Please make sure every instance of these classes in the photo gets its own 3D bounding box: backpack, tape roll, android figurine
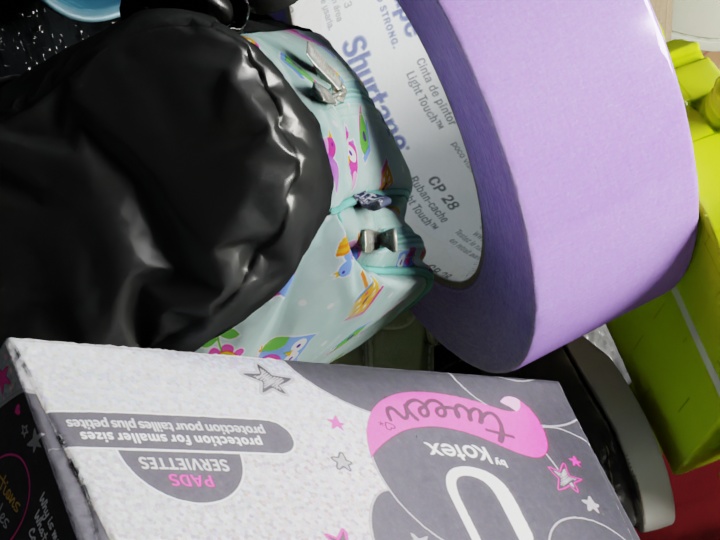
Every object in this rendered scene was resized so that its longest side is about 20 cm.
[{"bbox_3d":[-0.059,-0.014,0.898,0.127,0.166,0.200,69,14,4],"label":"backpack"},{"bbox_3d":[0.032,-0.069,0.953,0.200,0.065,0.200,56,-17,27],"label":"tape roll"},{"bbox_3d":[0.114,-0.005,0.988,0.200,0.041,0.183,109,-40,-68],"label":"android figurine"}]

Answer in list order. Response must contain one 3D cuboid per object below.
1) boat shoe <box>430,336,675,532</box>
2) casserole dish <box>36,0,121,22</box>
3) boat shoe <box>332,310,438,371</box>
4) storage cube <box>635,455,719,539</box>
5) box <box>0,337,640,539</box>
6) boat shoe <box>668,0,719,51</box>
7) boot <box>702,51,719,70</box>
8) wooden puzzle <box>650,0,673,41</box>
[{"bbox_3d":[0.054,0.040,1.084,0.200,0.060,0.074,-121,-165,-49],"label":"boat shoe"},{"bbox_3d":[-0.077,-0.172,1.005,0.200,0.039,0.121,-42,110,-26],"label":"casserole dish"},{"bbox_3d":[0.000,0.000,1.060,0.072,0.062,0.201,13,61,-55],"label":"boat shoe"},{"bbox_3d":[0.181,0.154,1.090,0.201,0.179,0.171,67,17,-8],"label":"storage cube"},{"bbox_3d":[-0.020,0.105,0.818,0.199,0.115,0.132,7,42,-35],"label":"box"},{"bbox_3d":[0.104,-0.167,1.258,0.200,0.073,0.062,33,27,14],"label":"boat shoe"},{"bbox_3d":[0.144,-0.104,1.328,0.070,0.200,0.146,40,3,-24],"label":"boot"},{"bbox_3d":[0.076,-0.151,1.137,0.185,0.037,0.201,-18,109,-54],"label":"wooden puzzle"}]
